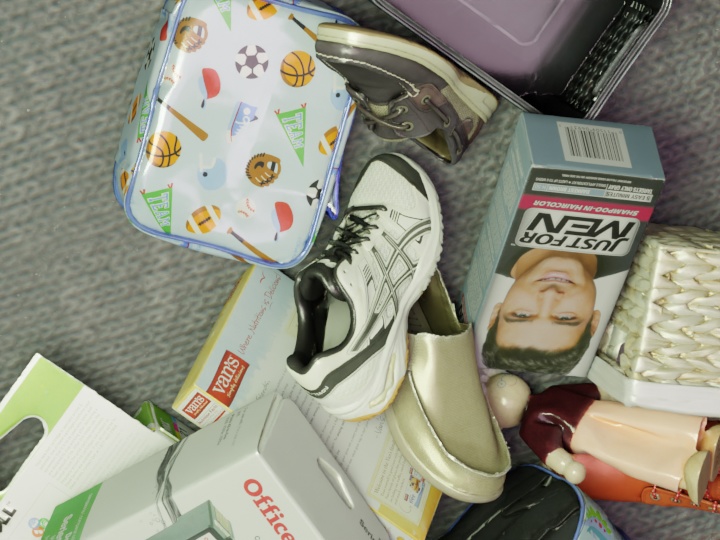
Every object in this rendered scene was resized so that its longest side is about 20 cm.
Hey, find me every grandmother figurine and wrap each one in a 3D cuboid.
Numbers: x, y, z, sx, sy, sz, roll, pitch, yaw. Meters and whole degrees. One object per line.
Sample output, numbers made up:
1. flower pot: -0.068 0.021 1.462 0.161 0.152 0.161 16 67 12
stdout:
1. grandmother figurine: 0.166 0.112 1.655 0.199 0.121 0.061 15 112 20

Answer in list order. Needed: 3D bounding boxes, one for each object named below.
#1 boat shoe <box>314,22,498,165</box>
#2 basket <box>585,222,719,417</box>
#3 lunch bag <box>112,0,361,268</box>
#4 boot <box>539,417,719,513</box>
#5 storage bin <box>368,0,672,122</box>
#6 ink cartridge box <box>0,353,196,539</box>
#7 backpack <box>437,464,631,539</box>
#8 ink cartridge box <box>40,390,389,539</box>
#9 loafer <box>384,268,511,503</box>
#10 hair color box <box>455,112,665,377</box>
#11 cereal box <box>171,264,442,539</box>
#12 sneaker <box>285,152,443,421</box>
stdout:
1. boat shoe: 0.030 -0.120 1.554 0.200 0.072 0.065 22 86 -59
2. basket: 0.277 0.038 1.657 0.199 0.136 0.124 7 98 -12
3. lunch bag: -0.081 -0.102 1.585 0.159 0.076 0.201 14 100 -17
4. boot: 0.239 0.146 1.690 0.199 0.107 0.076 -2 106 -9
5. storage bin: 0.102 -0.205 1.583 0.199 0.094 0.136 34 95 -17
6. ink cartridge box: -0.193 0.160 1.627 0.200 0.076 0.148 35 96 -15
7. backpack: 0.116 0.255 1.657 0.147 0.183 0.200 41 86 -24
8. ink cartridge box: -0.101 0.195 1.534 0.199 0.084 0.146 -29 109 22
9. loafer: 0.052 0.071 1.602 0.075 0.068 0.201 -10 65 -44
10. hair color box: 0.139 -0.015 1.607 0.098 0.061 0.201 5 134 -12
11. cereal box: -0.024 0.098 1.603 0.200 0.144 0.040 36 133 -9
12. sneaker: 0.000 0.000 1.563 0.088 0.075 0.201 33 58 -44
